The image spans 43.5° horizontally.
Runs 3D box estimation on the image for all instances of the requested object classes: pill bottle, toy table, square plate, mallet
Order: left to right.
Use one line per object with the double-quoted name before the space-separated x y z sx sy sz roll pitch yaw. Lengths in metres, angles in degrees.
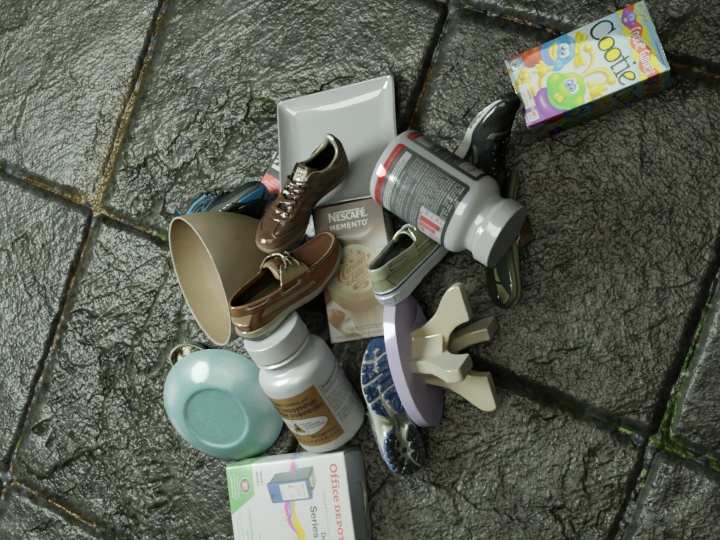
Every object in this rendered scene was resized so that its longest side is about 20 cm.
"mallet" -0.198 0.067 1.459 0.066 0.041 0.200 -44 79 9
"pill bottle" -0.084 0.159 1.318 0.113 0.115 0.201 -20 120 17
"square plate" -0.033 -0.190 1.399 0.197 0.028 0.201 -10 70 18
"toy table" 0.118 0.119 1.278 0.116 0.184 0.202 -12 115 28
"pill bottle" 0.120 -0.098 1.246 0.199 0.116 0.117 35 98 20

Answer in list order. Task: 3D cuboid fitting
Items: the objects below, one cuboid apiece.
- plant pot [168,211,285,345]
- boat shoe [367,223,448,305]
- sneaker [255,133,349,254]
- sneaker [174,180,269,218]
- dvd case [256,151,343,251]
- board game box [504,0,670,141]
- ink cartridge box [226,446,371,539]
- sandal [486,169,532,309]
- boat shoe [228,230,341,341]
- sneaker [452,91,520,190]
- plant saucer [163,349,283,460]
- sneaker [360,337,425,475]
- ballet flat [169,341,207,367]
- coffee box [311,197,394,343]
"plant pot" -0.187 -0.006 1.371 0.133 0.201 0.202 -23 75 -27
"boat shoe" 0.077 -0.034 1.292 0.071 0.201 0.063 0 128 36
"sneaker" -0.092 -0.117 1.309 0.070 0.076 0.201 24 63 26
"sneaker" -0.232 -0.099 1.447 0.199 0.073 0.083 -29 62 26
"dvd case" -0.122 -0.068 1.446 0.145 0.022 0.202 30 95 19
"board game box" 0.318 -0.273 1.260 0.198 0.105 0.104 -21 80 18
"ink cartridge box" -0.093 0.354 1.373 0.197 0.087 0.147 -9 83 16
"sandal" 0.216 -0.044 1.306 0.057 0.080 0.204 4 78 -22
"boat shoe" -0.104 0.011 1.269 0.075 0.072 0.200 26 63 41
"sneaker" 0.186 -0.162 1.282 0.088 0.075 0.201 51 141 16
"plant saucer" -0.219 0.220 1.406 0.198 0.039 0.204 4 115 9
"sneaker" 0.034 0.199 1.333 0.076 0.085 0.203 -11 92 -17
"ballet flat" -0.220 0.171 1.442 0.198 0.064 0.068 22 96 19
"coffee box" 0.000 0.000 1.357 0.113 0.080 0.203 -10 87 12
